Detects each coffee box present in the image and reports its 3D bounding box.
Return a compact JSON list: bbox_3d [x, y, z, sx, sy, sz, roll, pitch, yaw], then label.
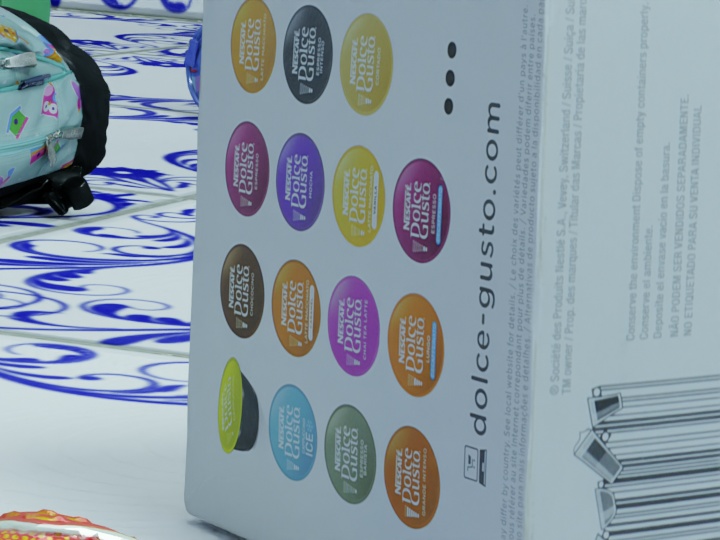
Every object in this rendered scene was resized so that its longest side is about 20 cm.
[{"bbox_3d":[0.078,-0.006,0.939,0.200,0.200,0.198,-2,10,-32],"label":"coffee box"}]

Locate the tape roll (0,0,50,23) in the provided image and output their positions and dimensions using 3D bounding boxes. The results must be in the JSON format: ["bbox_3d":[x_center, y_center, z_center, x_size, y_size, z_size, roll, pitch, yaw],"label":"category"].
[{"bbox_3d":[-0.291,-0.178,1.951,0.200,0.201,0.048,9,9,35],"label":"tape roll"}]

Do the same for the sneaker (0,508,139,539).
[{"bbox_3d":[-0.117,0.099,0.668,0.199,0.073,0.077,-1,31,-4],"label":"sneaker"}]

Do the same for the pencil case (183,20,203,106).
[{"bbox_3d":[-0.062,-0.162,2.357,0.087,0.078,0.200,34,21,26],"label":"pencil case"}]

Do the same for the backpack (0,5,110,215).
[{"bbox_3d":[-0.254,-0.094,1.659,0.167,0.127,0.200,13,15,32],"label":"backpack"}]
